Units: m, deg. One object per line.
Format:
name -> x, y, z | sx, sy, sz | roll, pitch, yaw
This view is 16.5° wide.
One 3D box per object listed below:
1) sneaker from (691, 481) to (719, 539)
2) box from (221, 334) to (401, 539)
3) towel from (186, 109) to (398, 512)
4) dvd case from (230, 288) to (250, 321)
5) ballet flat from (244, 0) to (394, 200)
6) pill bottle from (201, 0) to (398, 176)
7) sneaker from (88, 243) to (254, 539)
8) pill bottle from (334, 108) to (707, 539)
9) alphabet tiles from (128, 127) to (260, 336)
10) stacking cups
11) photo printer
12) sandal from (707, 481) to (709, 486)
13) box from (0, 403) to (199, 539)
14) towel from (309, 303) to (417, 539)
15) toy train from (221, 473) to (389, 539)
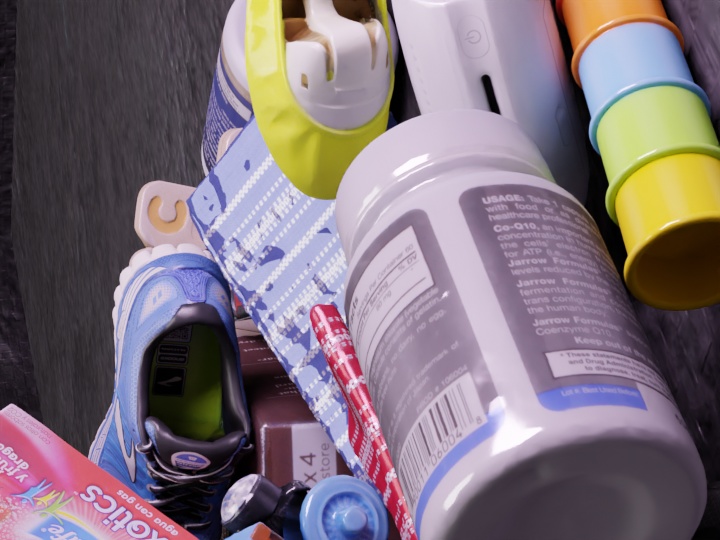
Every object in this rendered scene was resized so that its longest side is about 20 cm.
sneaker -> 0.111, 0.124, 1.038 | 0.200, 0.084, 0.077 | 5, 113, 55
box -> 0.006, 0.131, 1.366 | 0.200, 0.164, 0.166 | -140, 48, -71
towel -> 0.000, 0.000, 1.188 | 0.200, 0.024, 0.145 | 57, 132, 19
dvd case -> 0.010, 0.005, 1.355 | 0.200, 0.146, 0.022 | 156, 106, -76
ballet flat -> -0.016, -0.124, 1.100 | 0.067, 0.067, 0.200 | -153, 56, -64
pill bottle -> -0.045, -0.096, 1.619 | 0.200, 0.111, 0.111 | 108, 154, -57
sneaker -> -0.099, 0.092, 1.278 | 0.089, 0.078, 0.200 | -118, 29, -65
pill bottle -> 0.057, 0.032, 1.007 | 0.200, 0.114, 0.114 | -108, 19, -45
alphabet tiles -> -0.049, 0.019, 1.479 | 0.015, 0.195, 0.200 | -6, 75, 59
stacking cups -> 0.123, -0.075, 1.069 | 0.061, 0.060, 0.200 | 100, 165, -47
photo printer -> 0.055, -0.120, 1.158 | 0.200, 0.069, 0.167 | -97, -9, -46
sandal -> 0.103, 0.060, 1.152 | 0.201, 0.057, 0.080 | 43, 139, 46
box -> -0.142, 0.175, 1.253 | 0.200, 0.095, 0.103 | 35, 133, 19
towel -> 0.028, 0.124, 1.074 | 0.145, 0.022, 0.200 | 71, 175, -65
toy train -> 0.003, 0.184, 1.176 | 0.114, 0.200, 0.087 | -56, 12, -28
